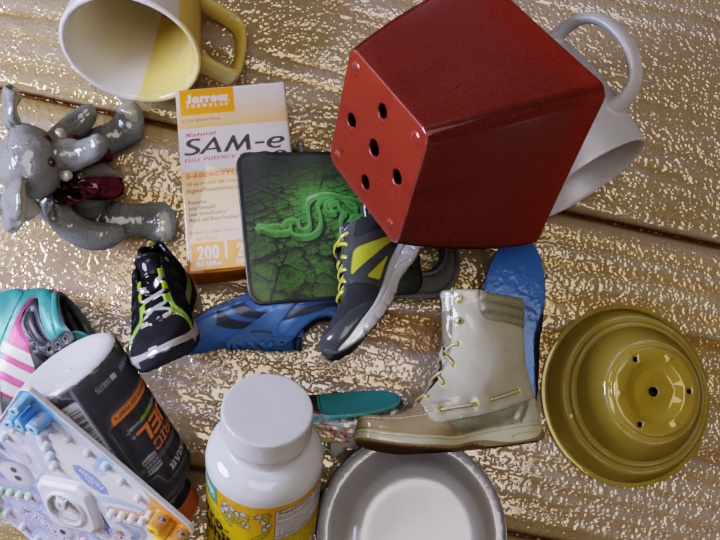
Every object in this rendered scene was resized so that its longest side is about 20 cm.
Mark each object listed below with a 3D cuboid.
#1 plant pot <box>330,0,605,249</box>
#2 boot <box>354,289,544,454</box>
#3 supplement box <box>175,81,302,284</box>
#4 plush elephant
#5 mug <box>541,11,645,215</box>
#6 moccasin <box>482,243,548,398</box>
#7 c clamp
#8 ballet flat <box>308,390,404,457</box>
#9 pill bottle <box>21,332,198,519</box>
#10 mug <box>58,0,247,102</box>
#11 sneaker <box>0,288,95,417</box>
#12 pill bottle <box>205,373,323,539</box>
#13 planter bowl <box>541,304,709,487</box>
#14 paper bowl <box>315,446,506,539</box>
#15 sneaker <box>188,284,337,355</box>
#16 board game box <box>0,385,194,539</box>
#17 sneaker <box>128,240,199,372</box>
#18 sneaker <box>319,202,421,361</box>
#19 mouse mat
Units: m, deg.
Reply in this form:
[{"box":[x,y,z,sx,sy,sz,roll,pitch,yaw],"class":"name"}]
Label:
[{"box":[0.082,-0.138,0.798,0.173,0.202,0.201,-18,55,-27],"class":"plant pot"},{"box":[0.083,0.099,0.804,0.195,0.072,0.159,0,76,-17],"class":"boot"},{"box":[-0.133,-0.095,0.895,0.123,0.074,0.205,-6,80,-6],"class":"supplement box"},{"box":[-0.308,-0.106,0.843,0.195,0.155,0.169,-12,81,-6],"class":"plush elephant"},{"box":[0.217,-0.185,0.878,0.146,0.200,0.178,-16,70,-41],"class":"mug"},{"box":[0.160,0.069,0.891,0.078,0.068,0.205,8,79,6],"class":"moccasin"},{"box":[0.022,-0.052,0.898,0.195,0.027,0.175,7,70,-19],"class":"c clamp"},{"box":[-0.050,0.167,0.866,0.195,0.076,0.065,-3,108,0],"class":"ballet flat"},{"box":[-0.236,0.171,0.797,0.105,0.106,0.203,-30,113,-9],"class":"pill bottle"},{"box":[-0.231,-0.285,0.901,0.146,0.187,0.156,-13,56,22],"class":"mug"},{"box":[-0.319,0.109,0.845,0.118,0.084,0.205,-15,80,3],"class":"sneaker"},{"box":[-0.092,0.200,0.772,0.110,0.203,0.114,5,39,-4],"class":"pill bottle"},{"box":[0.303,0.133,0.879,0.195,0.084,0.206,1,80,-4],"class":"planter bowl"},{"box":[0.052,0.270,0.828,0.195,0.104,0.206,1,78,-4],"class":"paper bowl"},{"box":[-0.108,0.062,0.873,0.196,0.066,0.080,-22,85,-8],"class":"sneaker"},{"box":[-0.279,0.226,0.765,0.199,0.200,0.026,42,36,-7],"class":"board game box"},{"box":[-0.209,0.028,0.809,0.070,0.200,0.084,-24,114,-4],"class":"sneaker"},{"box":[0.000,0.000,0.830,0.084,0.075,0.202,33,60,-3],"class":"sneaker"},{"box":[-0.031,-0.049,0.865,0.195,0.008,0.165,-4,79,-21],"class":"mouse mat"}]
